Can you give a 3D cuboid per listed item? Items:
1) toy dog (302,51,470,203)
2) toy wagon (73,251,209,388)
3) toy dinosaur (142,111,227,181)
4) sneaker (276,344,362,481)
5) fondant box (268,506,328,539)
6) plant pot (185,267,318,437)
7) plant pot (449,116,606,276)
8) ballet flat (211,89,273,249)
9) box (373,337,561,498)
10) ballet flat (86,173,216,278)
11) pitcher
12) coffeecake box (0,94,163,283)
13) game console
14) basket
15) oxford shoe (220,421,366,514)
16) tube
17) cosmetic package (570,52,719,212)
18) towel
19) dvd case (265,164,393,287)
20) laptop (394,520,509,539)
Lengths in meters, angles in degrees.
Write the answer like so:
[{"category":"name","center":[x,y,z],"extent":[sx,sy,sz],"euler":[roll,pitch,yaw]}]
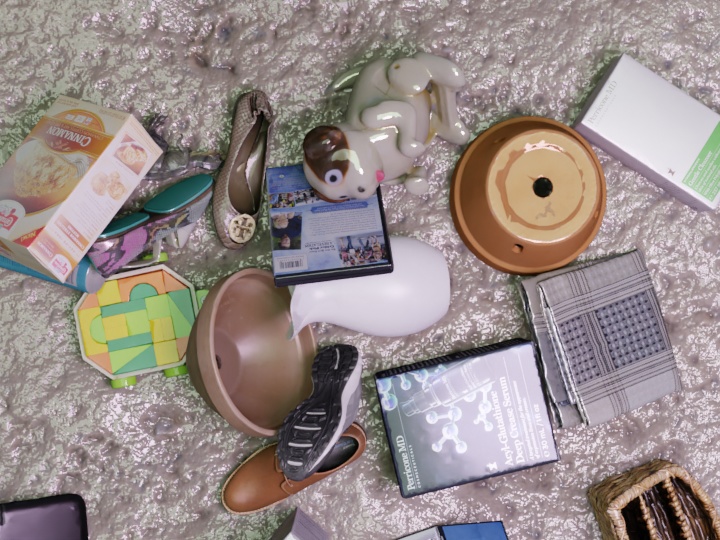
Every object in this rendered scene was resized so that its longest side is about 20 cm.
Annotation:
[{"category":"toy dog","center":[0.013,-0.169,1.593],"extent":[0.193,0.140,0.200],"euler":[33,63,19]},{"category":"toy wagon","center":[-0.254,0.057,1.652],"extent":[0.198,0.040,0.157],"euler":[-11,89,-1]},{"category":"toy dinosaur","center":[-0.265,-0.141,1.644],"extent":[0.198,0.048,0.089],"euler":[-18,67,-13]},{"category":"sneaker","center":[-0.039,0.180,1.589],"extent":[0.073,0.201,0.080],"euler":[2,130,23]},{"category":"fondant box","center":[-0.105,0.366,1.566],"extent":[0.058,0.200,0.145],"euler":[40,88,2]},{"category":"plant pot","center":[-0.146,0.104,1.605],"extent":[0.092,0.200,0.203],"euler":[-13,89,36]},{"category":"plant pot","center":[0.213,-0.097,1.617],"extent":[0.198,0.140,0.202],"euler":[0,88,-2]},{"category":"ballet flat","center":[-0.140,-0.126,1.646],"extent":[0.067,0.046,0.202],"euler":[14,83,-43]},{"category":"box","center":[0.127,0.178,1.623],"extent":[0.198,0.107,0.150],"euler":[-14,89,0]},{"category":"ballet flat","center":[-0.252,-0.050,1.622],"extent":[0.199,0.069,0.072],"euler":[-34,122,-37]},{"category":"pitcher","center":[0.000,0.000,1.622],"extent":[0.198,0.122,0.173],"euler":[-4,60,-12]},{"category":"coffeecake box","center":[-0.356,-0.101,1.574],"extent":[0.153,0.073,0.201],"euler":[18,67,41]},{"category":"game console","center":[-0.436,0.385,1.650],"extent":[0.174,0.116,0.202],"euler":[-4,89,-31]},{"category":"basket","center":[0.381,0.340,1.604],"extent":[0.141,0.149,0.202],"euler":[-20,88,-2]},{"category":"oxford shoe","center":[-0.086,0.243,1.636],"extent":[0.199,0.071,0.072],"euler":[-28,91,0]},{"category":"tube","center":[-0.408,-0.025,1.636],"extent":[0.198,0.050,0.078],"euler":[19,83,17]},{"category":"cosmetic package","center":[0.376,-0.170,1.650],"extent":[0.199,0.085,0.108],"euler":[31,90,-1]},{"category":"towel","center":[0.299,0.083,1.630],"extent":[0.198,0.034,0.194],"euler":[-15,89,-26]},{"category":"dvd case","center":[-0.040,-0.063,1.606],"extent":[0.141,0.018,0.201],"euler":[-6,45,-2]},{"category":"laptop","center":[0.102,0.417,1.612],"extent":[0.198,0.116,0.189],"euler":[-18,88,-2]}]
